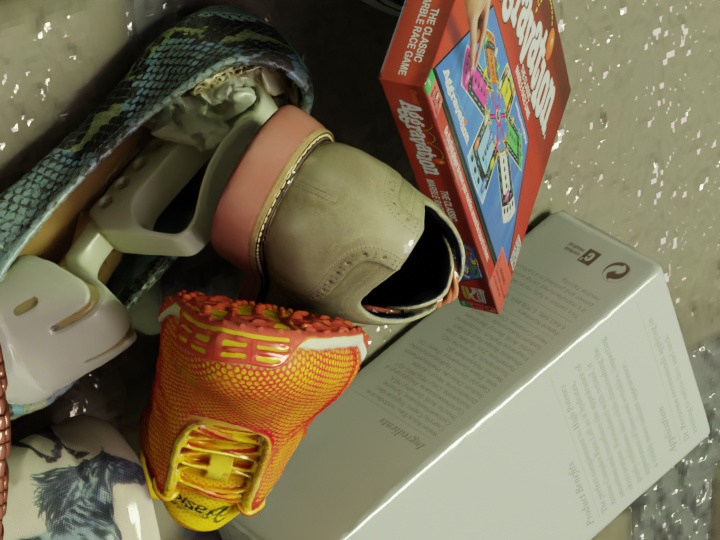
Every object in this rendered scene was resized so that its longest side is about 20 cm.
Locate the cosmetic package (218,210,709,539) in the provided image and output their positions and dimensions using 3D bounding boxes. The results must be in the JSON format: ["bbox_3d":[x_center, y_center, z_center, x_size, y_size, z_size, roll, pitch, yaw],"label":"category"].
[{"bbox_3d":[0.043,0.079,1.135,0.200,0.074,0.102,-37,130,-20],"label":"cosmetic package"}]

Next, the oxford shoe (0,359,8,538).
[{"bbox_3d":[-0.155,0.016,0.903,0.075,0.070,0.200,-8,91,-11],"label":"oxford shoe"}]

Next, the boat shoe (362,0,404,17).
[{"bbox_3d":[0.006,-0.146,0.989,0.072,0.071,0.200,-55,138,-7],"label":"boat shoe"}]

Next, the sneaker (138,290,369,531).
[{"bbox_3d":[-0.040,0.051,0.971,0.073,0.200,0.077,11,78,-3],"label":"sneaker"}]

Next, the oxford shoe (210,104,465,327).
[{"bbox_3d":[0.000,0.000,1.006,0.071,0.075,0.200,-60,168,-2],"label":"oxford shoe"}]

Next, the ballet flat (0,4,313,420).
[{"bbox_3d":[-0.090,-0.010,0.976,0.200,0.074,0.074,-52,135,-8],"label":"ballet flat"}]

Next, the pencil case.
[{"bbox_3d":[-0.159,0.115,0.969,0.200,0.089,0.078,-20,87,-34],"label":"pencil case"}]

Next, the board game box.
[{"bbox_3d":[0.046,-0.068,1.022,0.200,0.019,0.103,66,39,-65],"label":"board game box"}]
